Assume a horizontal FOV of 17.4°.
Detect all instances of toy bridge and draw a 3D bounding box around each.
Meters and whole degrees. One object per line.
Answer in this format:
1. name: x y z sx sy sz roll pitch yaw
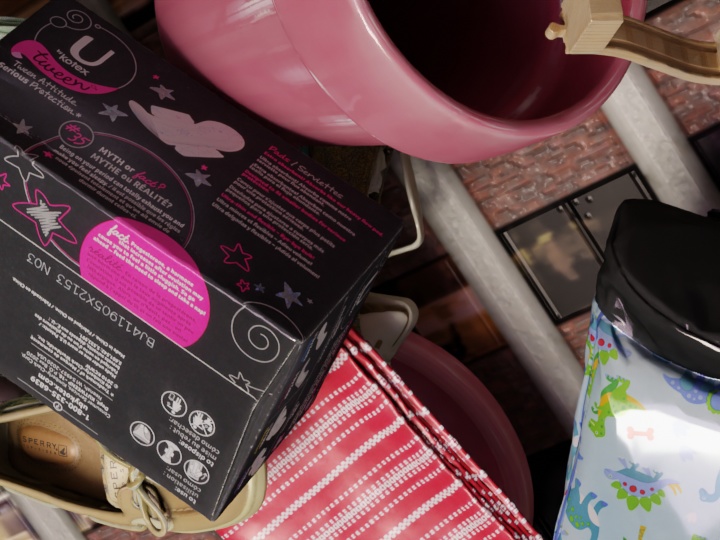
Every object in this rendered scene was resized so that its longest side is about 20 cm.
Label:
1. toy bridge: 0.177 -0.107 1.056 0.198 0.027 0.067 -1 157 -15

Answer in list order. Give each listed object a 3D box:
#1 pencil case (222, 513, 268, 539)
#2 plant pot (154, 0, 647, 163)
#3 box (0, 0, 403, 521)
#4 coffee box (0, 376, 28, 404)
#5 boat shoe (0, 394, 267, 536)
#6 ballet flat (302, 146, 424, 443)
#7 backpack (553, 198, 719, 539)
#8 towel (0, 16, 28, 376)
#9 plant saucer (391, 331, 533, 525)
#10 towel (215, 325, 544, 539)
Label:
1. pencil case: -0.020 0.184 1.291 0.078 0.087 0.201 8 122 46
2. plant pot: 0.005 -0.139 1.095 0.178 0.200 0.201 -15 112 49
3. box: -0.103 -0.007 1.090 0.199 0.115 0.133 34 131 8
4. coffee box: -0.162 0.007 1.296 0.079 0.113 0.201 -9 114 28
5. boat shoe: -0.127 0.097 1.186 0.199 0.062 0.074 -2 93 45
6. ballet flat: 0.000 0.000 1.212 0.070 0.071 0.202 2 92 24
7. backpack: 0.164 0.093 1.110 0.162 0.154 0.201 21 137 8
8. towel: -0.201 -0.035 1.206 0.151 0.023 0.201 4 119 22
9. plant saucer: 0.006 0.107 1.314 0.199 0.051 0.202 11 122 19
10. towel: 0.002 0.130 1.196 0.144 0.023 0.200 -39 98 30
